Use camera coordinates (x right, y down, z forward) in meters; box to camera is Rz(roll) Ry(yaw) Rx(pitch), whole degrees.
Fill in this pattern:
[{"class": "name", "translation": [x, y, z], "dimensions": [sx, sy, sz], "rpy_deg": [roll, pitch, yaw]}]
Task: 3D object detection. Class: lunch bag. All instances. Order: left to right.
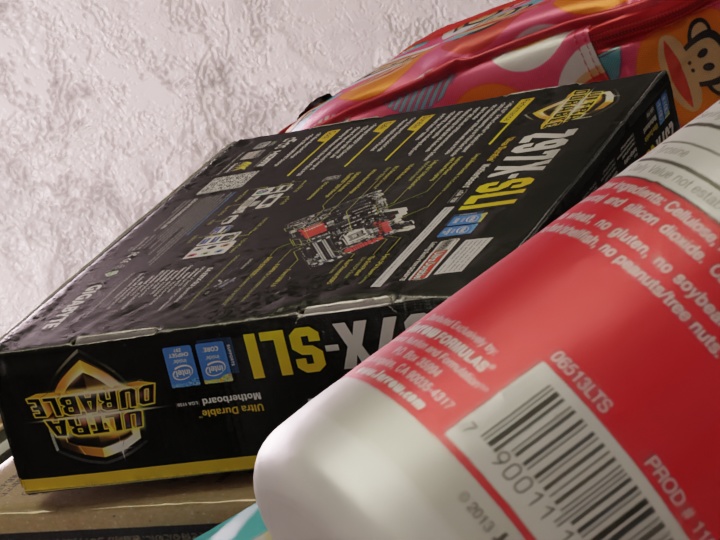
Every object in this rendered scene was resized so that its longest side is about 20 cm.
[{"class": "lunch bag", "translation": [0.084, -0.067, 1.097], "dimensions": [0.199, 0.082, 0.176], "rpy_deg": [-18, 8, 33]}]

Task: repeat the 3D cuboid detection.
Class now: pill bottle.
[{"class": "pill bottle", "translation": [0.086, 0.026, 0.607], "dimensions": [0.199, 0.113, 0.112], "rpy_deg": [-35, 3, -13]}]

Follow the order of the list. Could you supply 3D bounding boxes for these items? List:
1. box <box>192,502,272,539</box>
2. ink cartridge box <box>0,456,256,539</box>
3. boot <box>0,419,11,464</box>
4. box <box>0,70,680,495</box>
[{"class": "box", "translation": [0.018, 0.083, 0.739], "dimensions": [0.200, 0.083, 0.049], "rpy_deg": [-33, 5, 38]}, {"class": "ink cartridge box", "translation": [-0.006, 0.061, 0.900], "dimensions": [0.164, 0.076, 0.200], "rpy_deg": [-5, 19, 31]}, {"class": "boot", "translation": [-0.148, 0.134, 1.034], "dimensions": [0.200, 0.077, 0.138], "rpy_deg": [-53, 12, -7]}, {"class": "box", "translation": [0.000, 0.000, 0.878], "dimensions": [0.159, 0.050, 0.200], "rpy_deg": [-6, 18, 23]}]
